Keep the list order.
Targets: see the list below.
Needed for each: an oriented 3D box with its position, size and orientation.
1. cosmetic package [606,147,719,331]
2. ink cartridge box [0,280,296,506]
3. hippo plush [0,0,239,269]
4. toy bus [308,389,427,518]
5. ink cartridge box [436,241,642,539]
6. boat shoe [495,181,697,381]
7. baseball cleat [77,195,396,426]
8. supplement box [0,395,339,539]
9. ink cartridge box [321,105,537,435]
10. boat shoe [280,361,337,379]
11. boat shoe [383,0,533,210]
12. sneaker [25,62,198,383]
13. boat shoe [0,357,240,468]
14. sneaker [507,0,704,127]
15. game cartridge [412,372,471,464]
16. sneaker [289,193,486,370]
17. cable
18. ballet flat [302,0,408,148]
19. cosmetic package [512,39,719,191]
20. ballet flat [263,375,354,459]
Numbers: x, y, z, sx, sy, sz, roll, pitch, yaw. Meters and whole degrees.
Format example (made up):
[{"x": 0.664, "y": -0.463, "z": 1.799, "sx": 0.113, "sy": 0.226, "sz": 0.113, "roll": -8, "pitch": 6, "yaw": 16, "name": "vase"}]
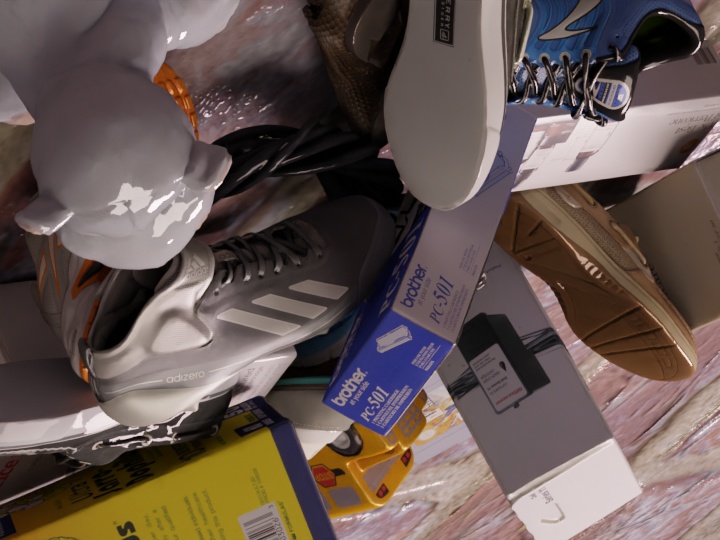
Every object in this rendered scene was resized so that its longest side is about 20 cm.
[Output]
[{"x": 0.223, "y": -0.014, "z": 1.759, "sx": 0.073, "sy": 0.104, "sz": 0.200, "roll": -24, "pitch": 175, "yaw": -26, "name": "cosmetic package"}, {"x": -0.163, "y": 0.071, "z": 1.616, "sx": 0.200, "sy": 0.084, "sz": 0.145, "roll": -8, "pitch": 150, "yaw": -38, "name": "ink cartridge box"}, {"x": -0.107, "y": -0.093, "z": 1.236, "sx": 0.159, "sy": 0.161, "sz": 0.200, "roll": -24, "pitch": 157, "yaw": -8, "name": "hippo plush"}, {"x": -0.036, "y": 0.126, "z": 1.777, "sx": 0.200, "sy": 0.078, "sz": 0.065, "roll": -17, "pitch": -157, "yaw": 41, "name": "toy bus"}, {"x": 0.101, "y": 0.070, "z": 1.756, "sx": 0.083, "sy": 0.200, "sz": 0.147, "roll": -29, "pitch": 157, "yaw": 3, "name": "ink cartridge box"}, {"x": 0.158, "y": -0.005, "z": 1.708, "sx": 0.071, "sy": 0.065, "sz": 0.200, "roll": -14, "pitch": 129, "yaw": 45, "name": "boat shoe"}, {"x": -0.063, "y": 0.005, "z": 1.421, "sx": 0.200, "sy": 0.070, "sz": 0.107, "roll": -39, "pitch": 142, "yaw": -21, "name": "baseball cleat"}, {"x": -0.122, "y": 0.167, "z": 1.567, "sx": 0.200, "sy": 0.110, "sz": 0.109, "roll": -23, "pitch": -171, "yaw": -9, "name": "supplement box"}, {"x": 0.041, "y": -0.008, "z": 1.499, "sx": 0.094, "sy": 0.044, "sz": 0.200, "roll": -55, "pitch": -171, "yaw": 44, "name": "ink cartridge box"}, {"x": -0.018, "y": 0.075, "z": 1.825, "sx": 0.072, "sy": 0.072, "sz": 0.200, "roll": -49, "pitch": 175, "yaw": -44, "name": "boat shoe"}, {"x": 0.062, "y": -0.127, "z": 1.393, "sx": 0.064, "sy": 0.071, "sz": 0.200, "roll": -28, "pitch": 135, "yaw": -44, "name": "boat shoe"}, {"x": -0.149, "y": -0.038, "z": 1.428, "sx": 0.076, "sy": 0.092, "sz": 0.200, "roll": -15, "pitch": 131, "yaw": -38, "name": "sneaker"}, {"x": -0.150, "y": 0.083, "z": 1.487, "sx": 0.200, "sy": 0.069, "sz": 0.057, "roll": -11, "pitch": 119, "yaw": -40, "name": "boat shoe"}, {"x": 0.112, "y": -0.124, "z": 1.481, "sx": 0.200, "sy": 0.089, "sz": 0.079, "roll": -23, "pitch": 148, "yaw": -24, "name": "sneaker"}, {"x": 0.070, "y": 0.082, "z": 1.960, "sx": 0.133, "sy": 0.042, "sz": 0.200, "roll": -26, "pitch": 157, "yaw": 7, "name": "game cartridge"}, {"x": 0.000, "y": 0.000, "z": 1.666, "sx": 0.078, "sy": 0.090, "sz": 0.200, "roll": -29, "pitch": -179, "yaw": -38, "name": "sneaker"}, {"x": -0.052, "y": -0.029, "z": 1.516, "sx": 0.163, "sy": 0.051, "sz": 0.200, "roll": -2, "pitch": 156, "yaw": -21, "name": "cable"}, {"x": 0.001, "y": -0.121, "z": 1.456, "sx": 0.067, "sy": 0.046, "sz": 0.200, "roll": -58, "pitch": 164, "yaw": -8, "name": "ballet flat"}, {"x": 0.139, "y": -0.094, "z": 1.646, "sx": 0.200, "sy": 0.051, "sz": 0.083, "roll": -9, "pitch": 152, "yaw": -36, "name": "cosmetic package"}, {"x": -0.054, "y": 0.096, "z": 1.698, "sx": 0.067, "sy": 0.064, "sz": 0.200, "roll": 1, "pitch": 179, "yaw": -39, "name": "ballet flat"}]
